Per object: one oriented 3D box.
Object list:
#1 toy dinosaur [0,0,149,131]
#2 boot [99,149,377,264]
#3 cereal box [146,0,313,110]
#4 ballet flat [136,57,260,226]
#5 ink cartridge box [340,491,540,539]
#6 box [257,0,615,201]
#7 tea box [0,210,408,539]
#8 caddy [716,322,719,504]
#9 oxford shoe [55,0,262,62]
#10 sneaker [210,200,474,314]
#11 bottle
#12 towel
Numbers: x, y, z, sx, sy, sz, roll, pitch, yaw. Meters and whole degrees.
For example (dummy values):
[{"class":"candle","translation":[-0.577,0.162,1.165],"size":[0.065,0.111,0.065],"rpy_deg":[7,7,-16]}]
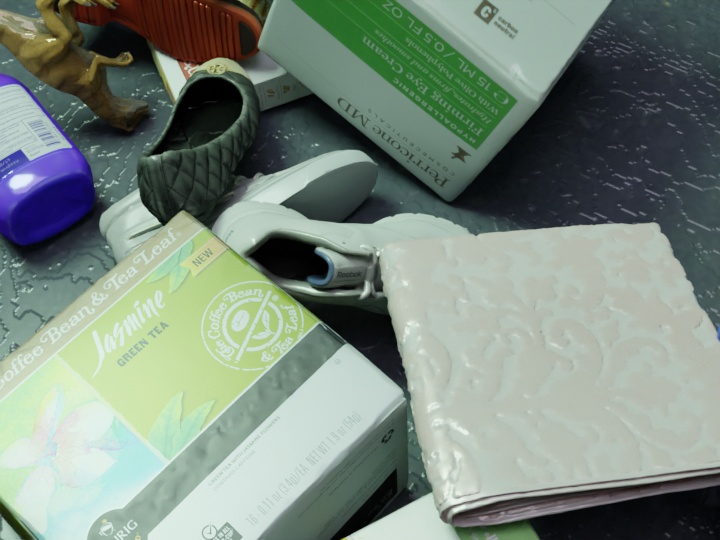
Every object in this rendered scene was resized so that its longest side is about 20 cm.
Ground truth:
[{"class":"toy dinosaur","translation":[-0.238,-0.171,0.870],"size":[0.199,0.106,0.061],"rpy_deg":[31,19,-24]},{"class":"boot","translation":[-0.091,-0.055,0.846],"size":[0.199,0.074,0.096],"rpy_deg":[-29,59,-19]},{"class":"cereal box","translation":[-0.075,-0.202,0.961],"size":[0.198,0.040,0.145],"rpy_deg":[-21,58,-11]},{"class":"ballet flat","translation":[-0.110,-0.103,0.823],"size":[0.066,0.057,0.201],"rpy_deg":[-3,36,8]},{"class":"ink cartridge box","translation":[0.001,0.200,0.647],"size":[0.199,0.118,0.068],"rpy_deg":[-24,56,-14]},{"class":"box","translation":[0.068,-0.206,0.846],"size":[0.198,0.171,0.200],"rpy_deg":[38,64,-1]},{"class":"tea box","translation":[-0.105,0.111,0.701],"size":[0.196,0.134,0.200],"rpy_deg":[36,65,24]},{"class":"caddy","translation":[0.260,0.077,0.704],"size":[0.104,0.142,0.201],"rpy_deg":[8,56,4]},{"class":"oxford shoe","translation":[-0.158,-0.223,0.917],"size":[0.198,0.072,0.073],"rpy_deg":[22,52,14]},{"class":"sneaker","translation":[0.000,0.000,0.775],"size":[0.198,0.087,0.075],"rpy_deg":[3,100,-13]},{"class":"bottle","translation":[-0.284,-0.108,0.894],"size":[0.083,0.066,0.200],"rpy_deg":[-32,60,-23]},{"class":"towel","translation":[0.117,0.051,0.678],"size":[0.189,0.032,0.201],"rpy_deg":[-5,44,-8]}]
